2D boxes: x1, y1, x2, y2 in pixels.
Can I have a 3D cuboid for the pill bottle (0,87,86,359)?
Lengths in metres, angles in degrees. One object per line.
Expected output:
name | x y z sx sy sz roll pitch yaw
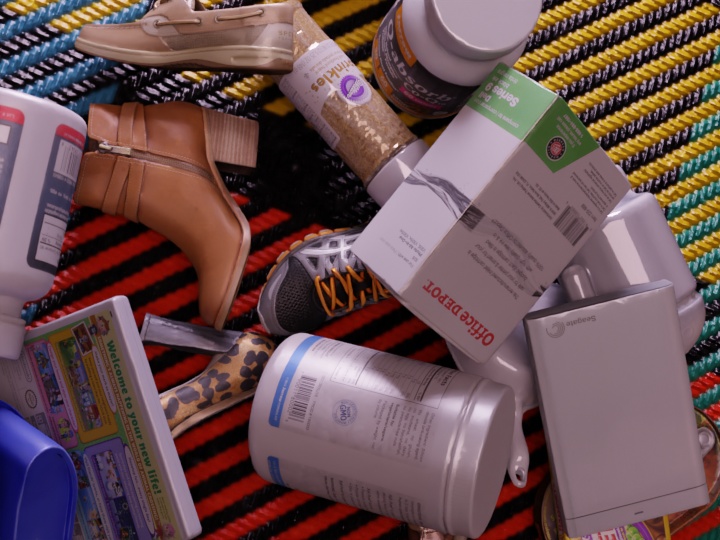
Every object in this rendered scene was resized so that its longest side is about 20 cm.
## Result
pill bottle | -0.298 -0.037 0.958 0.118 0.120 0.203 12 83 -9

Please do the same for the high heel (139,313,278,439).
high heel | -0.138 0.146 1.034 0.141 0.071 0.203 13 79 -10

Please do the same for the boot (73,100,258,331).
boot | -0.172 -0.052 1.039 0.153 0.077 0.203 6 81 -12

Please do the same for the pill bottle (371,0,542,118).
pill bottle | 0.082 -0.209 1.040 0.115 0.200 0.118 1 84 -10

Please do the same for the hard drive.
hard drive | 0.223 0.121 1.036 0.130 0.027 0.202 -13 101 -2

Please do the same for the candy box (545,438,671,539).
candy box | 0.230 0.243 1.082 0.101 0.026 0.203 -7 86 -7

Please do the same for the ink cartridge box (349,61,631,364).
ink cartridge box | 0.107 -0.043 0.984 0.200 0.084 0.146 -50 136 1

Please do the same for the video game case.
video game case | -0.235 0.143 0.988 0.180 0.022 0.202 -19 88 26

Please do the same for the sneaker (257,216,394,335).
sneaker | 0.000 0.000 1.059 0.199 0.077 0.079 -30 118 -11

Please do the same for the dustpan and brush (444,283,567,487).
dustpan and brush | 0.137 0.096 1.074 0.138 0.057 0.202 11 45 -19

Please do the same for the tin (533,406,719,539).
tin | 0.252 0.202 1.120 0.199 0.042 0.113 -31 95 -11

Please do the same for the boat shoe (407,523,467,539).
boat shoe | 0.065 0.207 1.070 0.071 0.076 0.202 27 72 -4

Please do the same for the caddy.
caddy | -0.306 0.200 0.935 0.141 0.104 0.203 -5 109 -52

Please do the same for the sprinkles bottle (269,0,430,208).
sprinkles bottle | -0.017 -0.148 1.070 0.068 0.068 0.200 -40 85 -11

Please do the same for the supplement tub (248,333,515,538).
supplement tub | 0.018 0.136 0.998 0.198 0.132 0.134 13 82 18

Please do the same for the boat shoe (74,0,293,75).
boat shoe | -0.152 -0.208 1.041 0.197 0.071 0.065 5 96 10

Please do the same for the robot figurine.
robot figurine | 0.243 0.008 1.096 0.169 0.113 0.202 -24 89 -39
